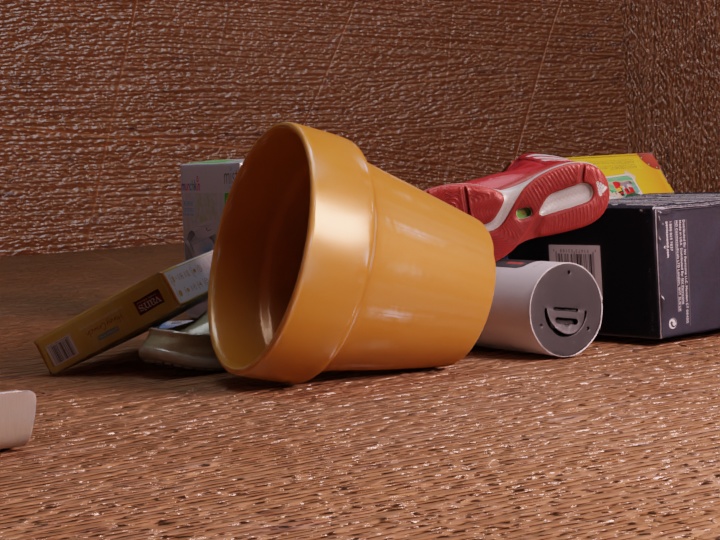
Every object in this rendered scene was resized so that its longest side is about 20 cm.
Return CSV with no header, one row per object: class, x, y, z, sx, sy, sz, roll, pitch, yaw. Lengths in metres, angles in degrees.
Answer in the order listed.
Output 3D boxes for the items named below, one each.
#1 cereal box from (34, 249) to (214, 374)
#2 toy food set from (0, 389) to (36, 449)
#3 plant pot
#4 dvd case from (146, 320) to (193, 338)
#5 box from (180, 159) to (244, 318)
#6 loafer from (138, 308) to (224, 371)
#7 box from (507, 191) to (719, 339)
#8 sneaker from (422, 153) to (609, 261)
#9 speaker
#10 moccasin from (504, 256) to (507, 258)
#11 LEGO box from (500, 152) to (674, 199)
cereal box,-0.186,0.029,1.538,0.144,0.040,0.200,-28,1,20
toy food set,-0.317,0.087,1.116,0.143,0.061,0.200,-6,6,-34
plant pot,0.000,0.000,1.363,0.183,0.201,0.200,13,-3,-24
dvd case,-0.102,0.060,1.650,0.199,0.018,0.143,-2,5,-2
box,-0.118,-0.033,1.860,0.096,0.177,0.200,-4,5,-24
loafer,-0.108,0.046,1.489,0.200,0.069,0.076,-7,6,-44
box,0.275,-0.008,1.588,0.198,0.124,0.200,-8,6,-35
sneaker,0.115,-0.053,1.517,0.199,0.079,0.116,-9,10,-1
speaker,0.120,0.030,1.494,0.081,0.082,0.200,-5,5,-31
moccasin,0.123,0.023,1.726,0.068,0.081,0.200,-9,-9,-17
LEGO box,0.244,-0.038,1.778,0.199,0.149,0.077,-5,-31,-33
